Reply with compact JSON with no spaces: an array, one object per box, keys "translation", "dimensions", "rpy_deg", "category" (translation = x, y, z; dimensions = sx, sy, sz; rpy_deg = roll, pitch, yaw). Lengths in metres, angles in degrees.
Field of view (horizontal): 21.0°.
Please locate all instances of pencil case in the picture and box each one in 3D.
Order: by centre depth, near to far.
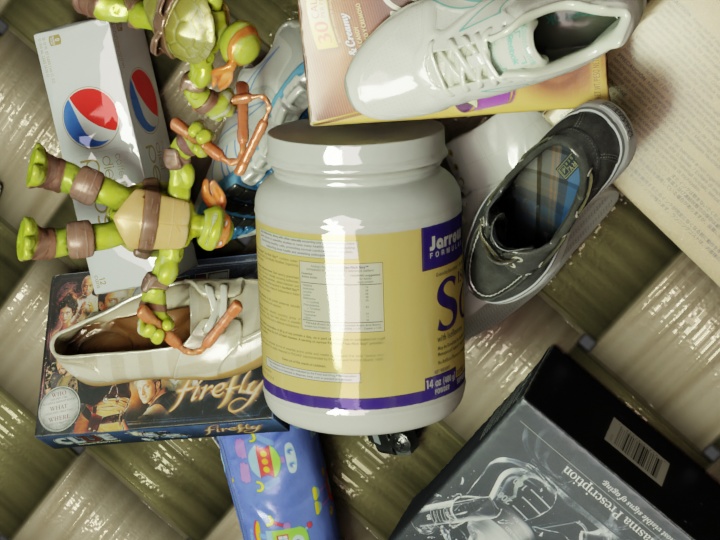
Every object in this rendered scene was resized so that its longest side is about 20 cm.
[{"translation":[-0.065,0.178,1.527],"dimensions":[0.087,0.078,0.201],"rpy_deg":[-14,106,-7],"category":"pencil case"}]

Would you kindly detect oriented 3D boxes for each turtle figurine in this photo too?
[{"translation":[-0.122,-0.165,1.297],"dimensions":[0.161,0.064,0.200],"rpy_deg":[31,135,28],"category":"turtle figurine"},{"translation":[-0.156,-0.047,1.383],"dimensions":[0.161,0.064,0.201],"rpy_deg":[9,103,-15],"category":"turtle figurine"}]

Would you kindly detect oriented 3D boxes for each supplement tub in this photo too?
[{"translation":[0.000,0.000,1.353],"dimensions":[0.145,0.145,0.201],"rpy_deg":[3,105,17],"category":"supplement tub"}]

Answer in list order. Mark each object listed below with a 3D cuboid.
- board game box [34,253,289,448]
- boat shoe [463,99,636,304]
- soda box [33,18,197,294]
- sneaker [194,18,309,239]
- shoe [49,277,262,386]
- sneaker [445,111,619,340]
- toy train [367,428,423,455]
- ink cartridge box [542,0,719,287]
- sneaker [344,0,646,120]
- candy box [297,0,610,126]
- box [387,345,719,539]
[{"translation":[-0.149,0.062,1.494],"dimensions":[0.199,0.035,0.136],"rpy_deg":[-6,66,19],"category":"board game box"},{"translation":[0.111,-0.034,1.290],"dimensions":[0.070,0.066,0.200],"rpy_deg":[50,140,8],"category":"boat shoe"},{"translation":[-0.182,-0.089,1.458],"dimensions":[0.063,0.068,0.201],"rpy_deg":[-11,98,17],"category":"soda box"},{"translation":[-0.072,-0.104,1.443],"dimensions":[0.200,0.075,0.087],"rpy_deg":[-51,51,36],"category":"sneaker"},{"translation":[-0.137,0.046,1.444],"dimensions":[0.199,0.053,0.070],"rpy_deg":[-13,64,16],"category":"shoe"},{"translation":[0.094,-0.039,1.412],"dimensions":[0.116,0.074,0.200],"rpy_deg":[55,131,18],"category":"sneaker"},{"translation":[-0.001,0.050,1.489],"dimensions":[0.046,0.034,0.201],"rpy_deg":[-8,108,33],"category":"toy train"},{"translation":[0.253,-0.101,1.328],"dimensions":[0.200,0.075,0.165],"rpy_deg":[44,114,0],"category":"ink cartridge box"},{"translation":[0.081,-0.142,1.213],"dimensions":[0.200,0.080,0.071],"rpy_deg":[-19,107,12],"category":"sneaker"},{"translation":[0.061,-0.162,1.278],"dimensions":[0.199,0.056,0.117],"rpy_deg":[-4,107,8],"category":"candy box"},{"translation":[0.153,0.197,1.453],"dimensions":[0.200,0.104,0.182],"rpy_deg":[39,117,1],"category":"box"}]
